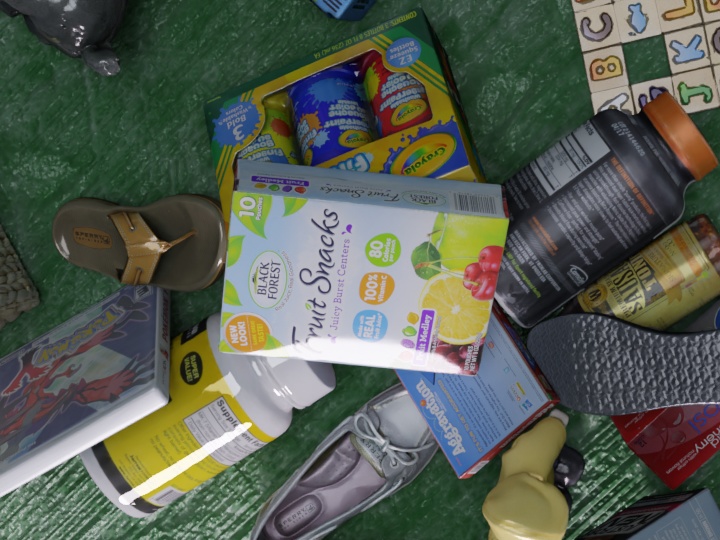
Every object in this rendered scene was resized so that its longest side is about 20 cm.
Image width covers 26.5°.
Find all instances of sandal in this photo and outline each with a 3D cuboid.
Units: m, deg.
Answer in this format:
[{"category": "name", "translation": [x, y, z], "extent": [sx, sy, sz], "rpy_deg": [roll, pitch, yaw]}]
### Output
[{"category": "sandal", "translation": [-0.187, -0.022, 1.254], "extent": [0.198, 0.054, 0.081], "rpy_deg": [5, 105, 33]}, {"category": "sandal", "translation": [0.222, 0.073, 1.154], "extent": [0.198, 0.043, 0.077], "rpy_deg": [4, 92, 24]}]

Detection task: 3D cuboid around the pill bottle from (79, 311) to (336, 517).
[{"category": "pill bottle", "translation": [-0.126, 0.106, 1.252], "extent": [0.199, 0.114, 0.115], "rpy_deg": [-32, 87, 9]}]

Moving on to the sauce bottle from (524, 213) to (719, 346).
[{"category": "sauce bottle", "translation": [0.205, 0.033, 1.214], "extent": [0.199, 0.066, 0.066], "rpy_deg": [-35, 86, 9]}]

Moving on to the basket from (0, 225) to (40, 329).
[{"category": "basket", "translation": [-0.401, 0.013, 1.256], "extent": [0.197, 0.200, 0.162], "rpy_deg": [-33, 89, 10]}]

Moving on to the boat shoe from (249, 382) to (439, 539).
[{"category": "boat shoe", "translation": [-0.008, 0.165, 1.258], "extent": [0.201, 0.065, 0.075], "rpy_deg": [-38, 86, 10]}]

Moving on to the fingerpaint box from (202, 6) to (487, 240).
[{"category": "fingerpaint box", "translation": [-0.014, -0.091, 1.204], "extent": [0.198, 0.073, 0.168], "rpy_deg": [-21, 56, 11]}]

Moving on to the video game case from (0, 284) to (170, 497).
[{"category": "video game case", "translation": [-0.242, 0.095, 1.247], "extent": [0.199, 0.183, 0.023], "rpy_deg": [-29, 119, 10]}]

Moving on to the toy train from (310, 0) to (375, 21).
[{"category": "toy train", "translation": [-0.043, -0.296, 1.236], "extent": [0.200, 0.087, 0.115], "rpy_deg": [42, 105, 6]}]

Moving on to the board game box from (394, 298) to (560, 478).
[{"category": "board game box", "translation": [0.067, 0.052, 1.217], "extent": [0.103, 0.019, 0.201], "rpy_deg": [-42, 64, 23]}]

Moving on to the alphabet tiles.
[{"category": "alphabet tiles", "translation": [0.251, -0.226, 1.224], "extent": [0.165, 0.008, 0.203], "rpy_deg": [-12, 91, 11]}]

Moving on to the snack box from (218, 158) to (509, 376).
[{"category": "snack box", "translation": [0.000, 0.000, 1.126], "extent": [0.197, 0.053, 0.144], "rpy_deg": [6, 122, -4]}]

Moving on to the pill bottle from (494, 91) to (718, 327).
[{"category": "pill bottle", "translation": [0.179, -0.053, 1.194], "extent": [0.199, 0.106, 0.107], "rpy_deg": [-36, 86, 10]}]

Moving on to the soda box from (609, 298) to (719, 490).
[{"category": "soda box", "translation": [0.288, 0.073, 1.190], "extent": [0.200, 0.070, 0.063], "rpy_deg": [-44, 113, 10]}]

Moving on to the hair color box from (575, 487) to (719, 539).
[{"category": "hair color box", "translation": [0.180, 0.240, 1.165], "extent": [0.199, 0.099, 0.061], "rpy_deg": [-27, 88, -23]}]

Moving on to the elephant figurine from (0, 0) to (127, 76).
[{"category": "elephant figurine", "translation": [-0.217, -0.285, 1.252], "extent": [0.155, 0.141, 0.201], "rpy_deg": [40, 82, -22]}]

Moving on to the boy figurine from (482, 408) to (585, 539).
[{"category": "boy figurine", "translation": [0.133, 0.167, 1.166], "extent": [0.064, 0.200, 0.126], "rpy_deg": [19, 93, 9]}]
